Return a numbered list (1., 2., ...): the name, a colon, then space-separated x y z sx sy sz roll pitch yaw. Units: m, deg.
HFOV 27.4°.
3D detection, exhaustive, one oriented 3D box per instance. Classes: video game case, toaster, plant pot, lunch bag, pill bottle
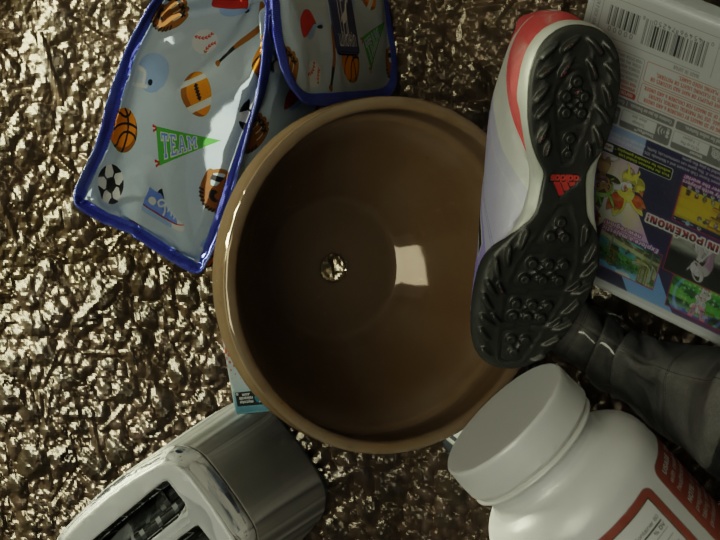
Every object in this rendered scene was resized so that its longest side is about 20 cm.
1. video game case: 0.197 -0.047 0.804 0.199 0.023 0.183 27 127 25
2. toaster: -0.113 0.173 1.007 0.200 0.129 0.114 -39 85 24
3. plant pot: 0.000 0.000 0.860 0.093 0.200 0.202 10 108 64
4. lunch bag: -0.061 -0.113 0.910 0.123 0.170 0.201 27 108 19
5. pill bottle: 0.145 0.152 0.825 0.112 0.112 0.200 -39 101 24

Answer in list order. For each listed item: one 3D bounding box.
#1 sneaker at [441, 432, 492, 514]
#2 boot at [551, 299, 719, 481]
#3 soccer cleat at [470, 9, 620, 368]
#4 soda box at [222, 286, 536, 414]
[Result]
1. sneaker: 0.124 0.164 0.932 0.199 0.078 0.080 33 105 13
2. boot: 0.161 0.057 0.835 0.131 0.200 0.070 33 82 11
3. soccer cleat: 0.096 -0.045 0.821 0.068 0.073 0.201 2 111 -15
4. soda box: 0.011 0.049 0.967 0.199 0.064 0.069 -7 95 25
